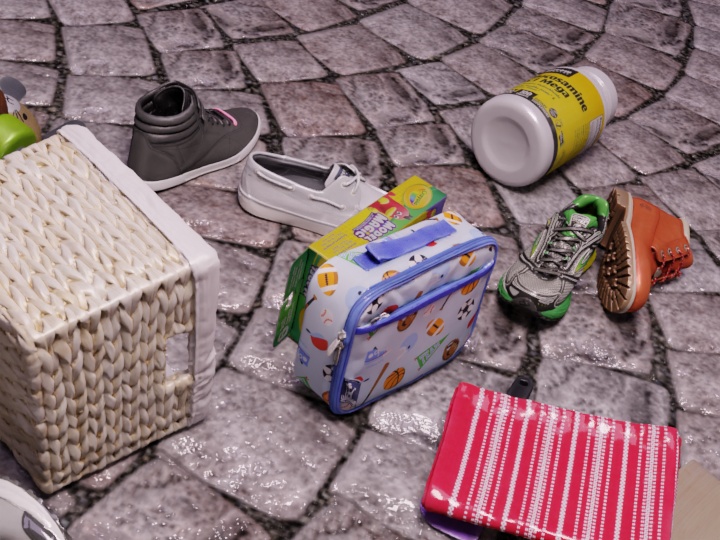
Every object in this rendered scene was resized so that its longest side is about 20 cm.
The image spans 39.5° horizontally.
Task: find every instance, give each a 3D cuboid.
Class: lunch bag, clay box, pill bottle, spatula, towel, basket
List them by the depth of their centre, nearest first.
[{"bbox_3d":[-0.231,0.032,0.789,0.160,0.199,0.200,-30,57,-36],"label":"basket"},{"bbox_3d":[0.160,0.164,0.831,0.199,0.023,0.145,11,41,15],"label":"towel"},{"bbox_3d":[0.113,0.155,0.884,0.056,0.021,0.200,20,38,18],"label":"spatula"},{"bbox_3d":[0.032,0.034,0.892,0.199,0.161,0.076,-25,53,-38],"label":"lunch bag"},{"bbox_3d":[0.000,0.000,0.957,0.047,0.115,0.200,33,44,19],"label":"clay box"},{"bbox_3d":[0.236,-0.188,1.249,0.112,0.113,0.200,36,44,24],"label":"pill bottle"}]

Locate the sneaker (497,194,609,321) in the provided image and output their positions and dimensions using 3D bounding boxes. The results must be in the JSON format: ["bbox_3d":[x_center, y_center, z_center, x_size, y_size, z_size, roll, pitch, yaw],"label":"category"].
[{"bbox_3d":[0.208,-0.020,1.068,0.078,0.085,0.200,26,42,14],"label":"sneaker"}]

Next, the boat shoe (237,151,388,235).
[{"bbox_3d":[-0.031,-0.085,1.081,0.199,0.069,0.072,16,40,2],"label":"boat shoe"}]

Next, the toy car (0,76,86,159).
[{"bbox_3d":[-0.369,-0.149,1.004,0.164,0.158,0.200,36,31,6],"label":"toy car"}]

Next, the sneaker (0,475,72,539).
[{"bbox_3d":[-0.284,0.180,0.704,0.199,0.074,0.079,19,49,15],"label":"sneaker"}]

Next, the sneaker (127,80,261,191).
[{"bbox_3d":[-0.175,-0.166,1.108,0.071,0.100,0.200,32,41,22],"label":"sneaker"}]

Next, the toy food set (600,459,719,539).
[{"bbox_3d":[0.266,0.255,0.798,0.199,0.061,0.143,-30,56,-30],"label":"toy food set"}]

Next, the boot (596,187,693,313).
[{"bbox_3d":[0.321,-0.014,1.110,0.107,0.075,0.200,21,39,0],"label":"boot"}]
